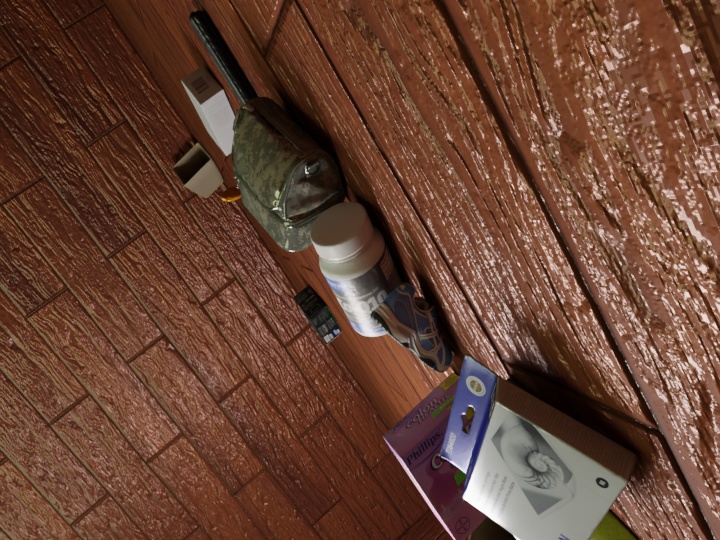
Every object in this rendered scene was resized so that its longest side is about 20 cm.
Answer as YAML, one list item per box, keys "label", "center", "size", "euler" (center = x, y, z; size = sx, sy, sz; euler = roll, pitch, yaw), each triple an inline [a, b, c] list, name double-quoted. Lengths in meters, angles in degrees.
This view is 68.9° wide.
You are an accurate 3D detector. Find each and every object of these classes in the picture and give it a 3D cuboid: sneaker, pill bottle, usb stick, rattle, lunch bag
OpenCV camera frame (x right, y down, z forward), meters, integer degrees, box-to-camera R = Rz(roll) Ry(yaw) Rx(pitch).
- label: "sneaker"
  center: [0.098, 0.093, 0.817]
  size: [0.075, 0.078, 0.199]
  euler: [36, 177, 46]
- label: "pill bottle"
  center: [0.000, 0.000, 0.836]
  size: [0.113, 0.113, 0.203]
  euler: [40, 163, 48]
- label: "usb stick"
  center: [-0.253, -0.386, 0.986]
  size: [0.203, 0.032, 0.055]
  euler: [58, 168, -15]
- label: "rattle"
  center: [-0.337, -0.203, 1.641]
  size: [0.128, 0.145, 0.201]
  euler: [32, 159, 8]
- label: "lunch bag"
  center: [-0.120, -0.162, 0.842]
  size: [0.200, 0.136, 0.171]
  euler: [46, 151, 33]

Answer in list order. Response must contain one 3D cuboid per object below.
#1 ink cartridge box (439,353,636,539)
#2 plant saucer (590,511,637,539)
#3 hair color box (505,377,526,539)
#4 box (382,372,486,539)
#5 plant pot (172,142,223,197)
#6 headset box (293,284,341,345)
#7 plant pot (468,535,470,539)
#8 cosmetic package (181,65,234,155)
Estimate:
- label: "ink cartridge box"
  center: [0.179, 0.224, 0.601]
  size: [0.196, 0.040, 0.205]
  euler: [29, 134, 28]
- label: "plant saucer"
  center: [0.301, 0.357, 0.776]
  size: [0.200, 0.047, 0.203]
  euler: [46, 166, 40]
- label: "hair color box"
  center: [0.211, 0.259, 0.697]
  size: [0.099, 0.059, 0.207]
  euler: [39, 144, 54]
- label: "box"
  center: [0.168, 0.325, 0.921]
  size: [0.203, 0.174, 0.096]
  euler: [56, 168, -13]
- label: "plant pot"
  center: [-0.848, -0.515, 2.803]
  size: [0.200, 0.200, 0.178]
  euler: [44, 177, 39]
- label: "headset box"
  center: [-0.189, 0.188, 2.268]
  size: [0.200, 0.092, 0.177]
  euler: [42, 164, 49]
- label: "plant pot"
  center: [0.310, 0.517, 0.943]
  size: [0.187, 0.188, 0.200]
  euler: [42, 178, 43]
- label: "cosmetic package"
  center: [-0.370, -0.402, 1.338]
  size: [0.102, 0.070, 0.201]
  euler: [49, 168, 20]
